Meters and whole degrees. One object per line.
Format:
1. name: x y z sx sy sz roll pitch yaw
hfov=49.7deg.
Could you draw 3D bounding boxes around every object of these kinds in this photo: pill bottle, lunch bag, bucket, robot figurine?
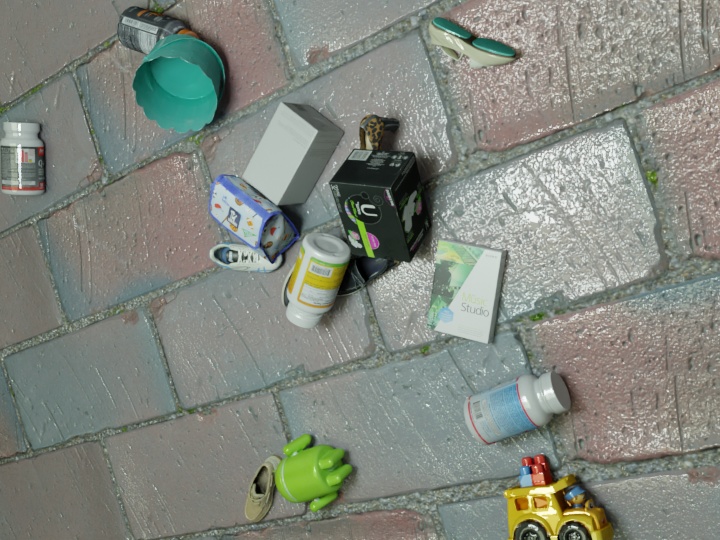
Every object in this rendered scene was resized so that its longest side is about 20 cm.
1. pill bottle: -0.101 0.026 1.740 0.111 0.111 0.200 33 120 21
2. lunch bag: -0.250 -0.124 1.779 0.170 0.200 0.124 38 79 16
3. bucket: -0.423 -0.446 1.831 0.206 0.135 0.208 1 135 1
4. pill bottle: 0.320 0.278 1.590 0.200 0.109 0.109 -27 84 29
5. pill bottle: -0.958 -0.317 2.200 0.116 0.116 0.201 8 101 27
6. robot figurine: -0.120 0.487 1.857 0.200 0.116 0.176 -26 93 29
7. pill bottle: -0.493 -0.576 1.914 0.200 0.106 0.107 23 108 23

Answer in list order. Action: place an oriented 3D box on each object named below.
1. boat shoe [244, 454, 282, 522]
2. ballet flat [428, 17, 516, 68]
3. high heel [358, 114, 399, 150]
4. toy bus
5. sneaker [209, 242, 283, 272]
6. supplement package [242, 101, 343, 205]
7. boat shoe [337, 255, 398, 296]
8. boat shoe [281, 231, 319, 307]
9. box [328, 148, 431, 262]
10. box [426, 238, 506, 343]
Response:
1. boat shoe: -0.257 0.560 1.972 0.072 0.065 0.200 33 111 21
2. ballet flat: 0.222 -0.447 1.571 0.200 0.069 0.070 34 112 23
3. high heel: 0.007 -0.239 1.666 0.071 0.142 0.200 29 110 22
4. toy bus: 0.394 0.471 1.578 0.199 0.136 0.193 -14 75 27
5. sneaker: -0.280 -0.030 1.896 0.199 0.072 0.072 4 97 27
6. supplement package: -0.154 -0.263 1.764 0.120 0.121 0.200 39 113 18
7. boat shoe: 0.000 0.000 1.752 0.200 0.062 0.075 -28 85 30
8. boat shoe: -0.122 0.010 1.815 0.063 0.073 0.200 33 107 24
9. box: 0.045 -0.136 1.622 0.148 0.124 0.200 9 137 29
10. box: 0.223 0.042 1.650 0.144 0.036 0.201 12 102 27
